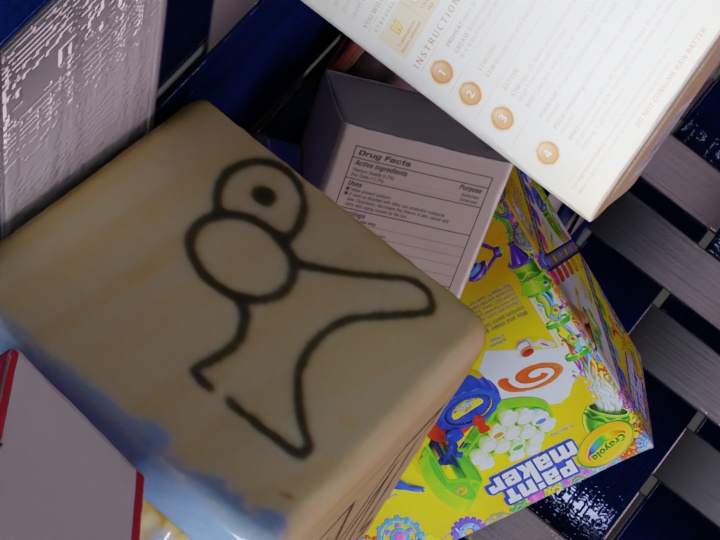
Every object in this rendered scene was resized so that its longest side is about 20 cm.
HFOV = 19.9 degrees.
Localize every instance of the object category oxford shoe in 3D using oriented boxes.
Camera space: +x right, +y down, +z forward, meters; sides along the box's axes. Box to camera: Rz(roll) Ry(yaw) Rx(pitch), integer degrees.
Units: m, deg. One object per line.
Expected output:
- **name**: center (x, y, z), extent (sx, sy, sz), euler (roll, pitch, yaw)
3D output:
- **oxford shoe**: center (0.027, -0.111, 1.217), extent (0.071, 0.072, 0.200), euler (-52, 171, 1)

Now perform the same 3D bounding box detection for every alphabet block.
- **alphabet block**: center (-0.090, 0.076, 0.968), extent (0.200, 0.195, 0.197), euler (-41, 168, -47)

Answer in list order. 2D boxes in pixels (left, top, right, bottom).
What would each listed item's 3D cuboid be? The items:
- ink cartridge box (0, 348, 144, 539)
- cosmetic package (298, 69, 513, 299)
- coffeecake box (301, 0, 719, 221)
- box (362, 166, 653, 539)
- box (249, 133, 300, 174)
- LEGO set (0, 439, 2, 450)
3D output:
- **ink cartridge box**: center (-0.182, 0.145, 0.766), extent (0.200, 0.084, 0.145), euler (-37, -157, 14)
- **cosmetic package**: center (0.000, 0.000, 1.153), extent (0.073, 0.103, 0.201), euler (-110, -143, -59)
- **coffeecake box**: center (0.073, -0.148, 0.901), extent (0.154, 0.200, 0.073), euler (-57, 170, 28)
- **box**: center (0.051, 0.052, 1.292), extent (0.199, 0.193, 0.122), euler (-27, -160, 15)
- **box**: center (-0.072, 0.020, 1.135), extent (0.120, 0.041, 0.200), euler (-96, -153, -42)
- **LEGO set**: center (-0.202, 0.091, 0.679), extent (0.200, 0.116, 0.154), euler (-47, 170, -32)
